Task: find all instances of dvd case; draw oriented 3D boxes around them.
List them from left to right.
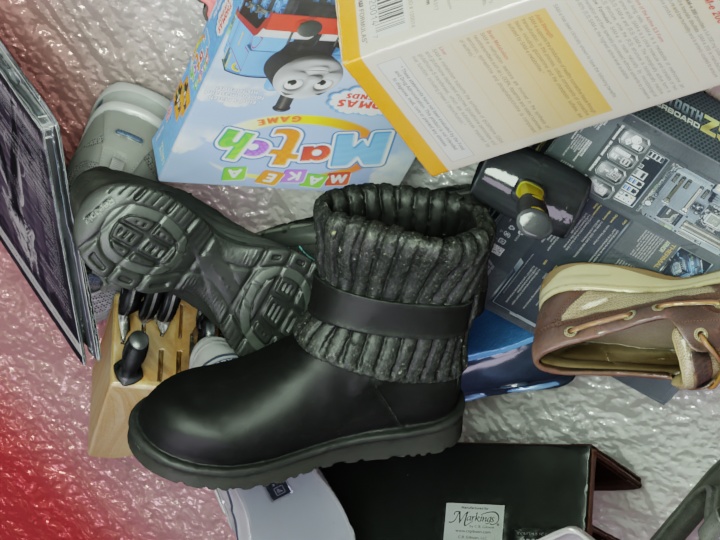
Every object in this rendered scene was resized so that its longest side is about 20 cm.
[{"bbox_3d":[-0.206,-0.057,1.822,0.016,0.149,0.201,-23,138,-18],"label":"dvd case"}]

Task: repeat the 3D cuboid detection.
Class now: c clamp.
[{"bbox_3d":[0.190,0.191,1.859,0.027,0.171,0.200,32,121,-7],"label":"c clamp"}]

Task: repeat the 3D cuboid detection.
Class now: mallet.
[{"bbox_3d":[0.102,-0.032,1.608,0.066,0.200,0.041,23,98,-8],"label":"mallet"}]

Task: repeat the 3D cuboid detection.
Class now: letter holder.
[{"bbox_3d":[0.070,0.170,1.910,0.199,0.101,0.142,0,168,20],"label":"letter holder"}]

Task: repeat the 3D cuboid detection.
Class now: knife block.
[{"bbox_3d":[-0.140,0.055,1.895,0.199,0.064,0.175,-12,154,33],"label":"knife block"}]

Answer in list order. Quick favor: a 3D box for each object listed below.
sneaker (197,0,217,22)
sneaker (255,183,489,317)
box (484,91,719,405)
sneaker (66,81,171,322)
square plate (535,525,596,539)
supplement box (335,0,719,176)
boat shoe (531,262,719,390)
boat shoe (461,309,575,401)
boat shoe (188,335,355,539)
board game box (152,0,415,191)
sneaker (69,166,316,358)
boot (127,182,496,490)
[{"bbox_3d":[-0.067,-0.211,1.650,0.086,0.074,0.200,-12,136,19],"label":"sneaker"},{"bbox_3d":[0.000,0.000,1.789,0.200,0.075,0.080,-9,95,48],"label":"sneaker"},{"bbox_3d":[0.164,-0.024,1.747,0.157,0.051,0.200,28,137,-6],"label":"box"},{"bbox_3d":[-0.169,-0.028,1.858,0.074,0.082,0.200,20,139,2],"label":"sneaker"},{"bbox_3d":[0.128,0.238,1.819,0.200,0.029,0.198,41,133,-21],"label":"square plate"},{"bbox_3d":[0.101,-0.137,1.585,0.199,0.074,0.126,-17,146,17],"label":"supplement box"},{"bbox_3d":[0.196,0.042,1.709,0.199,0.072,0.072,6,136,14],"label":"boat shoe"},{"bbox_3d":[0.040,0.068,1.873,0.199,0.084,0.069,-4,136,29],"label":"boat shoe"},{"bbox_3d":[-0.054,0.127,1.819,0.073,0.065,0.201,-19,118,-6],"label":"boat shoe"},{"bbox_3d":[-0.019,-0.117,1.689,0.151,0.037,0.200,3,146,-21],"label":"board game box"},{"bbox_3d":[-0.087,-0.007,1.752,0.200,0.091,0.076,34,98,-27],"label":"sneaker"},{"bbox_3d":[-0.029,0.033,1.684,0.210,0.080,0.158,-9,130,-17],"label":"boot"}]
